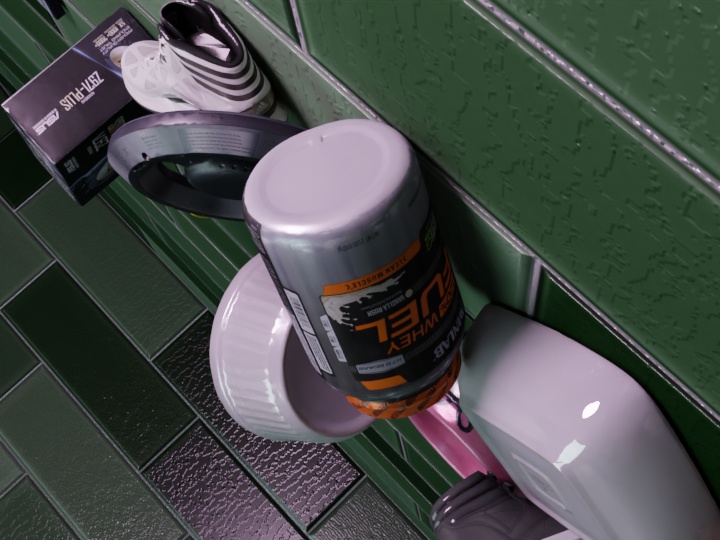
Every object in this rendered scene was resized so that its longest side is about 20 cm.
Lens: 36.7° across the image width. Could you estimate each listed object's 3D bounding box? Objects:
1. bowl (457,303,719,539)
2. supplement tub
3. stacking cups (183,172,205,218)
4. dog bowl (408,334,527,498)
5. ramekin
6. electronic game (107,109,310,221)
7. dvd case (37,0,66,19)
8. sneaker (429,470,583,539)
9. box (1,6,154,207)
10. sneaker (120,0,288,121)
[{"bbox_3d":[0.159,0.134,0.807,0.200,0.075,0.200,54,166,-31],"label":"bowl"},{"bbox_3d":[0.004,0.006,0.765,0.122,0.122,0.201,36,157,45],"label":"supplement tub"},{"bbox_3d":[-0.183,-0.109,1.296,0.061,0.060,0.200,48,167,-2],"label":"stacking cups"},{"bbox_3d":[0.112,0.146,1.018,0.200,0.074,0.200,45,168,12],"label":"dog bowl"},{"bbox_3d":[-0.040,0.075,1.061,0.094,0.203,0.203,11,144,50],"label":"ramekin"},{"bbox_3d":[-0.100,-0.082,0.865,0.198,0.042,0.200,4,166,1],"label":"electronic game"},{"bbox_3d":[-0.457,-0.418,1.367,0.200,0.018,0.143,45,168,18],"label":"dvd case"},{"bbox_3d":[0.146,0.207,0.916,0.099,0.199,0.071,54,138,40],"label":"sneaker"},{"bbox_3d":[-0.284,-0.172,1.188,0.086,0.164,0.200,47,168,2],"label":"box"},{"bbox_3d":[-0.146,-0.185,0.904,0.200,0.076,0.116,28,151,38],"label":"sneaker"}]
